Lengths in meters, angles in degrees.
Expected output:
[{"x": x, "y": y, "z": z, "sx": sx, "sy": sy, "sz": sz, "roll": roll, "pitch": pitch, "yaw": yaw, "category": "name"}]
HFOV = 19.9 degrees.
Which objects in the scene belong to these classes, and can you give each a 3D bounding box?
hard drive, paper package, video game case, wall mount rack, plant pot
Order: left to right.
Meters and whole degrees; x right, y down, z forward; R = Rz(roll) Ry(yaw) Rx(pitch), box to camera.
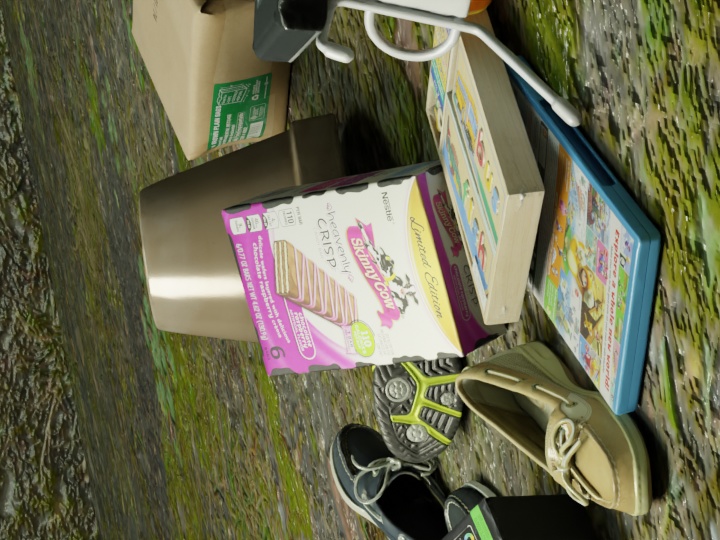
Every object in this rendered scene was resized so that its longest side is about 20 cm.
[{"x": -0.137, "y": -0.238, "z": 1.887, "sx": 0.201, "sy": 0.102, "sz": 0.192, "roll": 100, "pitch": 152, "yaw": -51, "category": "paper package"}, {"x": -0.092, "y": -0.021, "z": 1.707, "sx": 0.200, "sy": 0.172, "sz": 0.202, "roll": 173, "pitch": 90, "yaw": -89, "category": "plant pot"}, {"x": -0.044, "y": -0.211, "z": 1.297, "sx": 0.200, "sy": 0.033, "sz": 0.141, "roll": -173, "pitch": 86, "yaw": -83, "category": "hard drive"}, {"x": 0.065, "y": -0.171, "z": 1.247, "sx": 0.201, "sy": 0.172, "sz": 0.075, "roll": 102, "pitch": 180, "yaw": -51, "category": "wall mount rack"}, {"x": 0.133, "y": -0.025, "z": 1.320, "sx": 0.201, "sy": 0.018, "sz": 0.144, "roll": -120, "pitch": 24, "yaw": -45, "category": "video game case"}]

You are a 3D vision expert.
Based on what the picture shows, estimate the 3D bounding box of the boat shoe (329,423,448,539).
[{"x": 0.033, "y": 0.189, "z": 1.708, "sx": 0.201, "sy": 0.074, "sz": 0.062, "roll": -122, "pitch": 23, "yaw": -44, "category": "boat shoe"}]

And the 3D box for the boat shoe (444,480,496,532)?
[{"x": 0.100, "y": 0.240, "z": 1.553, "sx": 0.200, "sy": 0.060, "sz": 0.076, "roll": -123, "pitch": 26, "yaw": -47, "category": "boat shoe"}]

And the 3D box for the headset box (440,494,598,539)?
[{"x": 0.103, "y": 0.272, "z": 1.411, "sx": 0.200, "sy": 0.092, "sz": 0.175, "roll": -48, "pitch": 52, "yaw": 38, "category": "headset box"}]

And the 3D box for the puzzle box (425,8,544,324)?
[{"x": 0.080, "y": -0.082, "z": 1.371, "sx": 0.134, "sy": 0.025, "sz": 0.201, "roll": 96, "pitch": 165, "yaw": -50, "category": "puzzle box"}]

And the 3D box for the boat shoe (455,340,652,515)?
[{"x": 0.128, "y": 0.107, "z": 1.356, "sx": 0.201, "sy": 0.063, "sz": 0.074, "roll": -131, "pitch": 32, "yaw": -57, "category": "boat shoe"}]

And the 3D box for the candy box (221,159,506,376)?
[{"x": 0.000, "y": 0.000, "z": 1.523, "sx": 0.199, "sy": 0.061, "sz": 0.138, "roll": -9, "pitch": 100, "yaw": 41, "category": "candy box"}]

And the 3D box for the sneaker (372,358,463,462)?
[{"x": 0.040, "y": 0.051, "z": 1.616, "sx": 0.076, "sy": 0.075, "sz": 0.202, "roll": -89, "pitch": -7, "yaw": -76, "category": "sneaker"}]

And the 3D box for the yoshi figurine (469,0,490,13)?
[{"x": 0.053, "y": -0.263, "z": 1.293, "sx": 0.201, "sy": 0.111, "sz": 0.113, "roll": 77, "pitch": -154, "yaw": -51, "category": "yoshi figurine"}]
